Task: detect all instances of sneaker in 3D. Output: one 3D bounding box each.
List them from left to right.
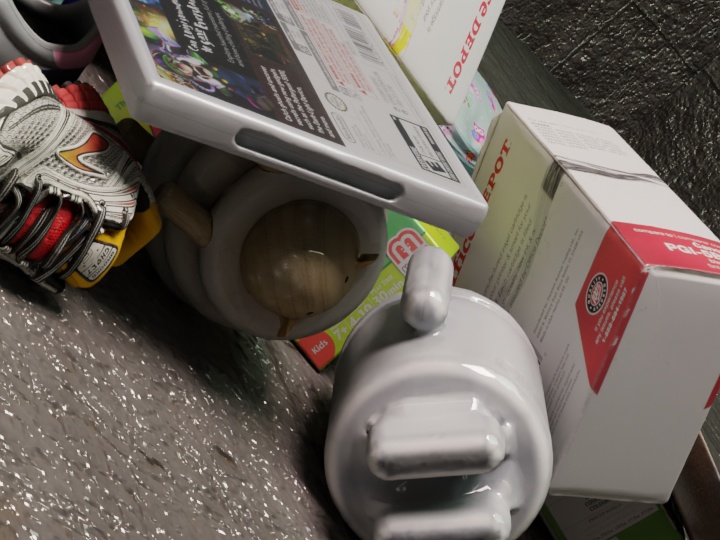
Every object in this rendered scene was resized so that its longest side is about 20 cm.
[{"bbox_3d":[-0.196,-0.135,0.789,0.200,0.082,0.070,32,22,-52],"label":"sneaker"},{"bbox_3d":[-0.132,-0.035,0.738,0.082,0.078,0.200,52,14,5],"label":"sneaker"}]

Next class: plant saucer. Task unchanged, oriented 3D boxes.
[{"bbox_3d":[0.194,0.105,1.092,0.200,0.032,0.202,-23,90,-84],"label":"plant saucer"}]

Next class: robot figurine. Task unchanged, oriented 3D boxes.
[{"bbox_3d":[0.040,0.077,0.909,0.200,0.112,0.171,-84,173,-71],"label":"robot figurine"}]

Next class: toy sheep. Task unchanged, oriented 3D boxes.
[{"bbox_3d":[-0.053,-0.036,0.894,0.138,0.138,0.200,41,10,-31],"label":"toy sheep"}]

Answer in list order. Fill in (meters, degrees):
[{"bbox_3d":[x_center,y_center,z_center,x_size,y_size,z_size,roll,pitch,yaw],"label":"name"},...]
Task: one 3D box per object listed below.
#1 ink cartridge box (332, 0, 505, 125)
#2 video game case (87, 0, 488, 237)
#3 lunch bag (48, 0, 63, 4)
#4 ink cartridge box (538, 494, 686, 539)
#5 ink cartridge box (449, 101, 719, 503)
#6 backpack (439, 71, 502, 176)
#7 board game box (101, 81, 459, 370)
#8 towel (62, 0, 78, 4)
[{"bbox_3d":[-0.017,-0.203,1.074,0.144,0.146,0.200,7,-28,37],"label":"ink cartridge box"},{"bbox_3d":[-0.046,-0.101,0.844,0.181,0.023,0.200,19,26,-30],"label":"video game case"},{"bbox_3d":[-0.225,-0.258,0.955,0.201,0.122,0.170,60,17,18],"label":"lunch bag"},{"bbox_3d":[0.133,0.093,1.181,0.201,0.075,0.148,59,12,-8],"label":"ink cartridge box"},{"bbox_3d":[0.127,0.014,1.010,0.082,0.148,0.200,8,27,-24],"label":"ink cartridge box"},{"bbox_3d":[0.049,-0.106,1.410,0.168,0.126,0.200,59,19,22],"label":"backpack"},{"bbox_3d":[-0.047,-0.054,1.009,0.200,0.101,0.048,50,14,0],"label":"board game box"},{"bbox_3d":[-0.125,-0.233,1.086,0.049,0.202,0.147,8,0,37],"label":"towel"}]
